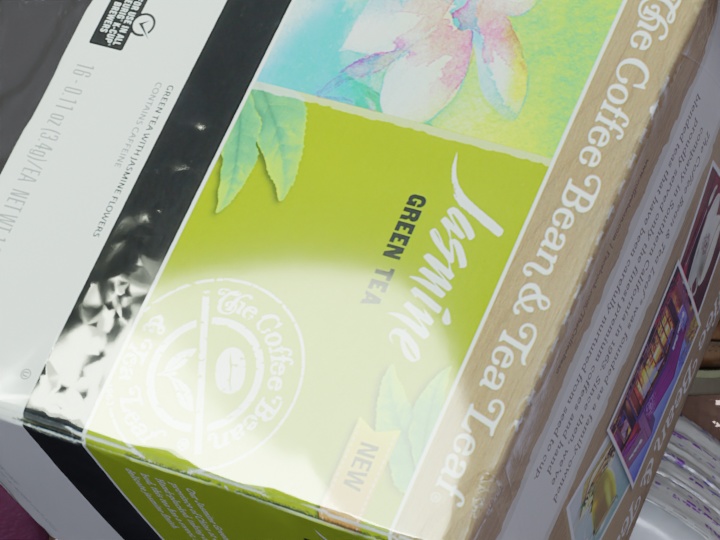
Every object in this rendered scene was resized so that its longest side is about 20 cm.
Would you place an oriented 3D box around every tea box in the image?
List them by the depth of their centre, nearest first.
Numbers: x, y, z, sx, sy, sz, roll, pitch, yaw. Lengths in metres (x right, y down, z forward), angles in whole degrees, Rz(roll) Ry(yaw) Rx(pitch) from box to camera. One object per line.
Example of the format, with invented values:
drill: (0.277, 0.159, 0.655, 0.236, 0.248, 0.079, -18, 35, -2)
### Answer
tea box: (0.000, 0.000, 0.891, 0.196, 0.134, 0.201, 15, 69, 24)

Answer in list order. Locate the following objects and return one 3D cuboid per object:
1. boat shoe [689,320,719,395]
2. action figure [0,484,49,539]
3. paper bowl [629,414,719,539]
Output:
boat shoe: (0.061, -0.002, 1.006, 0.199, 0.072, 0.068, 8, 100, -2)
action figure: (-0.144, 0.127, 1.014, 0.133, 0.149, 0.201, -24, 125, -13)
paper bowl: (0.053, 0.143, 0.981, 0.200, 0.104, 0.202, 6, 120, 10)
